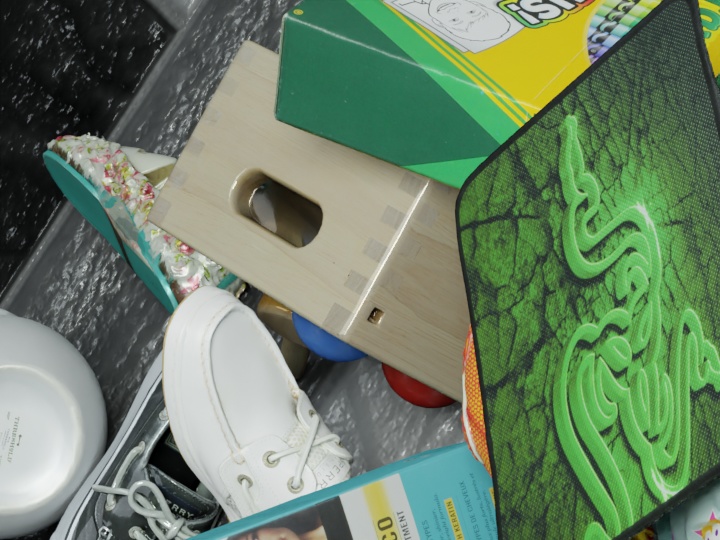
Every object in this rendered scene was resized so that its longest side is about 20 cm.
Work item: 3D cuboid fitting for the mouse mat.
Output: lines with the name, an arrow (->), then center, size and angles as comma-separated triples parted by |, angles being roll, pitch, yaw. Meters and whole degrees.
mouse mat -> 0.092, 0.010, 1.013 | 0.161, 0.007, 0.201 | -42, 44, 41

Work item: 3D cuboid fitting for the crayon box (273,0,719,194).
crayon box -> 0.085, -0.102, 1.184 | 0.172, 0.200, 0.059 | 21, 126, 20

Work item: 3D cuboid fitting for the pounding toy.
pounding toy -> 0.000, 0.000, 1.294 | 0.200, 0.184, 0.143 | 30, 91, 44

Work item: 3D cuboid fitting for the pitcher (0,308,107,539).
pitcher -> -0.213, 0.109, 1.496 | 0.200, 0.121, 0.173 | -170, 90, -75

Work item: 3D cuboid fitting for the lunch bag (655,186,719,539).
lunch bag -> 0.194, 0.035, 1.022 | 0.122, 0.169, 0.201 | 102, 165, -56

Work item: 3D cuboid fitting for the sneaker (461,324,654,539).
sneaker -> 0.099, 0.102, 1.140 | 0.077, 0.073, 0.201 | 131, 122, -69

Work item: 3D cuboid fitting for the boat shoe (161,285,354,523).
boat shoe -> -0.033, 0.095, 1.271 | 0.069, 0.201, 0.071 | 8, 41, 40

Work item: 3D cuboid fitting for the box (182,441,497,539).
box -> -0.004, 0.136, 1.171 | 0.049, 0.200, 0.083 | -18, 89, 42

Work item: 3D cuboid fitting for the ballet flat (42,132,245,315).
ballet flat -> -0.116, -0.030, 1.534 | 0.064, 0.076, 0.200 | -32, 42, -12

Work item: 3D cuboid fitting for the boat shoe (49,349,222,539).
boat shoe -> -0.104, 0.126, 1.407 | 0.200, 0.073, 0.068 | -60, 22, -12
